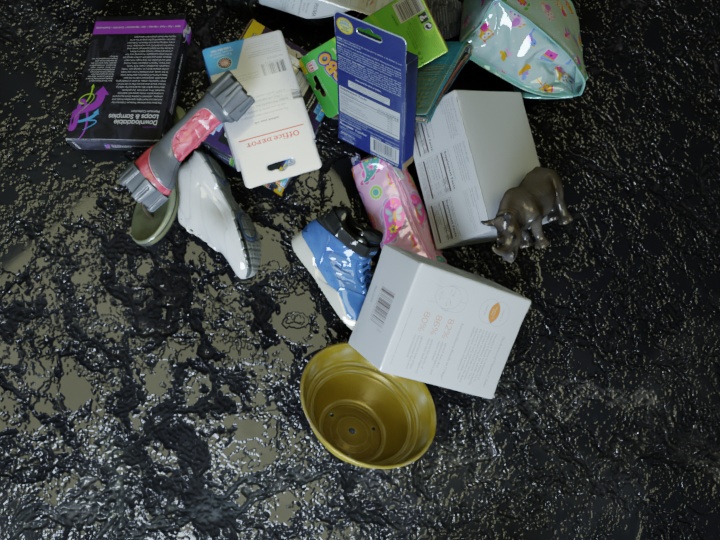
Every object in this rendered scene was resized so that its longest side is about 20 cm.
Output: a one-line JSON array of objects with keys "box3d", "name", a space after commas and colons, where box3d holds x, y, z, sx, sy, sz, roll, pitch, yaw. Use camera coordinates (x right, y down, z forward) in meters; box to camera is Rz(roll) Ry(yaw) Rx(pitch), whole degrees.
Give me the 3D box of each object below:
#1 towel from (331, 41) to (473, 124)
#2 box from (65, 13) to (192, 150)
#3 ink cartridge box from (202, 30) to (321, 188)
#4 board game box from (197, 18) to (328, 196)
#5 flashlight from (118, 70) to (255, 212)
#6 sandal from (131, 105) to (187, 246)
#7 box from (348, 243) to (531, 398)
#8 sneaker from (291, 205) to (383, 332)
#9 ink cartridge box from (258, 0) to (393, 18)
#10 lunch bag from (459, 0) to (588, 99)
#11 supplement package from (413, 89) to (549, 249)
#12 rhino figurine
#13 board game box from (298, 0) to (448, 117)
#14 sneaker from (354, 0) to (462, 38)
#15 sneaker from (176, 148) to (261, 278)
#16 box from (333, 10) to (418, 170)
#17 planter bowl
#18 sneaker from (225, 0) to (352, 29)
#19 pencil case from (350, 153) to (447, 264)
[{"box3d": [0.056, -0.273, 1.117, 0.022, 0.199, 0.148, 47, 66, -40], "name": "towel"}, {"box3d": [-0.320, -0.263, 1.074, 0.141, 0.036, 0.203, 3, 70, 12], "name": "box"}, {"box3d": [-0.136, -0.215, 1.070, 0.114, 0.067, 0.203, -16, 86, -11], "name": "ink cartridge box"}, {"box3d": [-0.138, -0.239, 1.136, 0.164, 0.057, 0.202, 29, 78, -4], "name": "board game box"}, {"box3d": [-0.222, -0.167, 0.999, 0.200, 0.068, 0.068, -42, 109, 2], "name": "flashlight"}, {"box3d": [-0.290, -0.135, 1.070, 0.057, 0.079, 0.204, 17, 81, -53], "name": "sandal"}, {"box3d": [0.109, 0.072, 1.066, 0.198, 0.106, 0.154, 18, 97, -30], "name": "box"}, {"box3d": [0.000, 0.000, 1.103, 0.111, 0.077, 0.201, -38, 84, 18], "name": "sneaker"}, {"box3d": [-0.036, -0.432, 1.129, 0.197, 0.047, 0.162, 16, 60, -10], "name": "ink cartridge box"}, {"box3d": [0.255, -0.358, 1.165, 0.198, 0.122, 0.172, 26, 44, -16], "name": "lunch bag"}, {"box3d": [0.175, -0.148, 1.128, 0.154, 0.110, 0.203, -10, 84, -41], "name": "supplement package"}, {"box3d": [0.220, -0.073, 1.030, 0.200, 0.059, 0.088, -39, 110, -42], "name": "rhino figurine"}, {"box3d": [0.016, -0.304, 1.087, 0.198, 0.030, 0.096, -26, 101, 17], "name": "board game box"}, {"box3d": [0.074, -0.390, 1.195, 0.198, 0.082, 0.071, -15, 111, -35], "name": "sneaker"}, {"box3d": [-0.207, -0.071, 1.095, 0.087, 0.074, 0.201, -32, 75, 10], "name": "sneaker"}, {"box3d": [0.020, -0.242, 1.027, 0.120, 0.201, 0.032, 31, 55, 26], "name": "box"}, {"box3d": [-0.001, 0.204, 1.069, 0.198, 0.084, 0.202, 15, 43, -14], "name": "planter bowl"}, {"box3d": [-0.112, -0.424, 1.166, 0.197, 0.076, 0.092, 3, 72, -18], "name": "sneaker"}, {"box3d": [0.056, -0.084, 1.138, 0.086, 0.087, 0.202, -20, 87, -13], "name": "pencil case"}]
